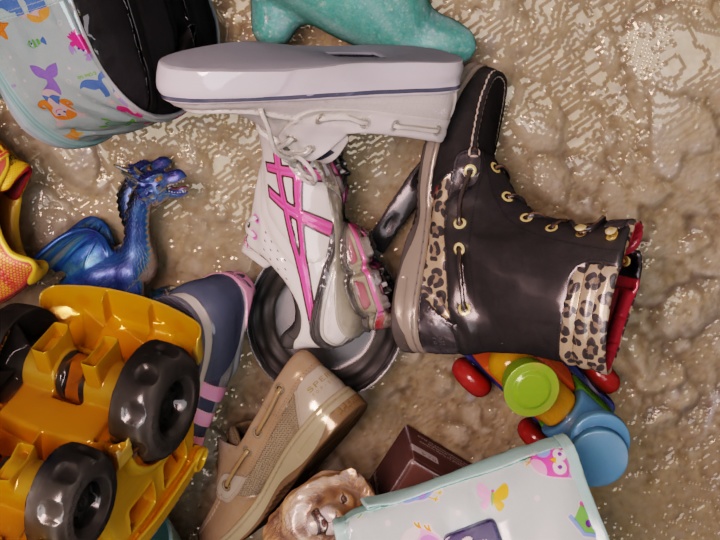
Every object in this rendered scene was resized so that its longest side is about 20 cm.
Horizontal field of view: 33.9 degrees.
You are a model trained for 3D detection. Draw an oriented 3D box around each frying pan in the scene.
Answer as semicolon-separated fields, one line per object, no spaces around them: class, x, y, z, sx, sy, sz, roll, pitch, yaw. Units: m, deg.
frying pan;-0.017;-0.002;0.844;0.113;0.031;0.193;12;93;-2

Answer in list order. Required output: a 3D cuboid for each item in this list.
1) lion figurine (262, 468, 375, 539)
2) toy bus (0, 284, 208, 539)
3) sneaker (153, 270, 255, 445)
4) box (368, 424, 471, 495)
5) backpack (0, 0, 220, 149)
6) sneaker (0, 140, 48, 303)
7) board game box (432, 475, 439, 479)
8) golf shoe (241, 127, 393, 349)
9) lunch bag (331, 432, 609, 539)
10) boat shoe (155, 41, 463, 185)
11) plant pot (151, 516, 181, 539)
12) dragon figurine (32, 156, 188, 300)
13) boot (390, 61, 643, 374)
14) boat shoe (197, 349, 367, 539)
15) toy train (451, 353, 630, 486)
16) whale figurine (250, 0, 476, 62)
lion figurine;-0.028;0.239;0.822;0.121;0.072;0.202;-20;111;-12
toy bus;-0.183;0.138;0.730;0.134;0.201;0.194;14;131;20
sneaker;-0.118;0.085;0.839;0.070;0.082;0.201;38;130;17
box;0.023;0.230;0.887;0.099;0.075;0.201;31;103;-10
backpack;-0.176;-0.177;0.719;0.149;0.178;0.202;-18;111;25
sneaker;-0.259;-0.077;0.781;0.076;0.073;0.202;-22;89;1
board game box;0.075;0.249;0.847;0.103;0.023;0.202;12;104;-13
golf shoe;-0.046;-0.044;0.797;0.091;0.073;0.202;-19;88;7
lunch bag;0.082;0.214;0.758;0.168;0.122;0.202;-18;114;-2
boat shoe;-0.030;-0.091;0.721;0.200;0.074;0.087;-7;114;-33
plant pot;-0.173;0.291;0.834;0.199;0.201;0.162;-31;116;5
dragon figurine;-0.194;-0.001;0.821;0.198;0.059;0.100;-29;104;4
boot;0.110;-0.033;0.772;0.149;0.073;0.202;10;77;27
boat shoe;-0.069;0.134;0.847;0.065;0.071;0.201;45;123;11
toy train;0.104;0.062;0.824;0.200;0.116;0.085;43;99;-12
whale figurine;-0.005;-0.196;0.757;0.158;0.104;0.201;-36;106;6
